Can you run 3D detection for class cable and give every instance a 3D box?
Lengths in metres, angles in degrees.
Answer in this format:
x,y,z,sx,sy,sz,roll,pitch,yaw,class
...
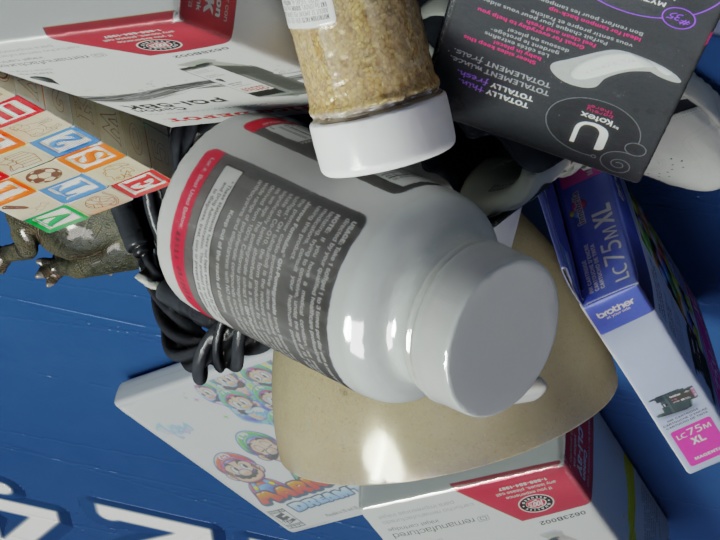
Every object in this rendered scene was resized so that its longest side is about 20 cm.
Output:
x,y,z,sx,sy,sz,roll,pitch,yaw,class
-0.077,-0.027,1.529,0.051,0.164,0.200,3,160,-36,cable

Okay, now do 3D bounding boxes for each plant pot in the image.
x,y,z,sx,sy,sz,roll,pitch,yaw,class
0.034,0.021,1.543,0.199,0.200,0.135,-5,107,32,plant pot

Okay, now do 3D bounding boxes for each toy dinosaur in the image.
x,y,z,sx,sy,sz,roll,pitch,yaw,class
-0.166,-0.026,1.647,0.200,0.077,0.102,37,151,-24,toy dinosaur

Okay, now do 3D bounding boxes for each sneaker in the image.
x,y,z,sx,sy,sz,roll,pitch,yaw,class
0.104,-0.060,1.408,0.198,0.130,0.079,31,147,-21,sneaker

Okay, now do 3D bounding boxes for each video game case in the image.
x,y,z,sx,sy,sz,roll,pitch,yaw,class
-0.039,0.109,1.840,0.199,0.024,0.182,-19,134,43,video game case

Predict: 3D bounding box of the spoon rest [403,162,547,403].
x,y,z,sx,sy,sz,roll,pitch,yaw,class
0.051,-0.014,1.448,0.099,0.201,0.061,-9,156,-10,spoon rest

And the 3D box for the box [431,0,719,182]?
x,y,z,sx,sy,sz,roll,pitch,yaw,class
0.113,-0.150,1.285,0.122,0.107,0.200,19,149,0,box

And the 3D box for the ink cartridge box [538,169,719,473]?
x,y,z,sx,sy,sz,roll,pitch,yaw,class
0.150,0.010,1.502,0.042,0.120,0.200,-25,135,15,ink cartridge box

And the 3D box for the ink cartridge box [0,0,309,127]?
x,y,z,sx,sy,sz,roll,pitch,yaw,class
-0.091,-0.133,1.356,0.146,0.084,0.200,-4,170,31,ink cartridge box

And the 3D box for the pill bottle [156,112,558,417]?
x,y,z,sx,sy,sz,roll,pitch,yaw,class
0.000,0.000,1.360,0.199,0.111,0.111,25,159,40,pill bottle

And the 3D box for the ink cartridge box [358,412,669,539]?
x,y,z,sx,sy,sz,roll,pitch,yaw,class
0.104,0.160,1.770,0.144,0.084,0.200,-15,138,21,ink cartridge box

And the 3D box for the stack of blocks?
x,y,z,sx,sy,sz,roll,pitch,yaw,class
-0.197,-0.080,1.448,0.115,0.059,0.200,-19,159,20,stack of blocks

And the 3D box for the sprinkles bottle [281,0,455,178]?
x,y,z,sx,sy,sz,roll,pitch,yaw,class
-0.009,-0.147,1.284,0.068,0.068,0.201,-7,102,34,sprinkles bottle
